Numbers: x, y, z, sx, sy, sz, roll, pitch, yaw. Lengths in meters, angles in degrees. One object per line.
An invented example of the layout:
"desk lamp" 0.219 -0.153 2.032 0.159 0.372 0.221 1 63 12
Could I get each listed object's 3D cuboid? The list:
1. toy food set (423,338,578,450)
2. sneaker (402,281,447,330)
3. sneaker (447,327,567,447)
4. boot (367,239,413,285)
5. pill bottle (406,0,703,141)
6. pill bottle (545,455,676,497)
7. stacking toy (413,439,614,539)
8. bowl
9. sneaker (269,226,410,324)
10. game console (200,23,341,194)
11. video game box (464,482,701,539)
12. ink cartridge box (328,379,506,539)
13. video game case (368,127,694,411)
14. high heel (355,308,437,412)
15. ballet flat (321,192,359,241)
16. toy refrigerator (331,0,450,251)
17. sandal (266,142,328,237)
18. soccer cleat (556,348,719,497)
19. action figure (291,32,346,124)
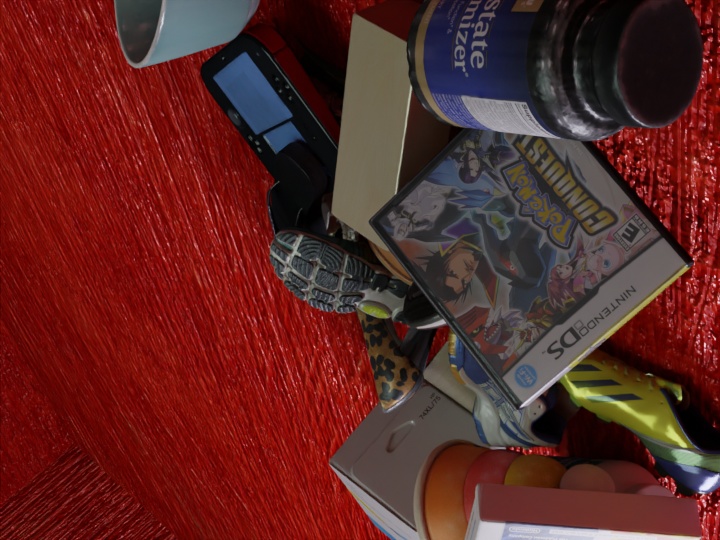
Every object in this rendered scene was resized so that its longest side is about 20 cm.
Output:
"toy food set" 0.152 0.107 1.274 0.143 0.061 0.200 35 156 4
"sneaker" 0.140 0.019 1.042 0.199 0.076 0.115 -31 126 29
"sneaker" 0.142 0.094 1.144 0.087 0.076 0.201 4 142 28
"boot" 0.090 -0.042 1.137 0.199 0.074 0.155 27 149 22
"pill bottle" 0.132 -0.149 0.848 0.199 0.112 0.112 15 139 52
"pill bottle" 0.238 0.248 1.249 0.111 0.111 0.200 54 155 -11
"stacking toy" 0.164 0.225 1.180 0.199 0.146 0.147 -19 111 42
"bowl" -0.152 -0.283 1.104 0.200 0.104 0.203 178 90 -66
"sneaker" 0.000 0.000 1.246 0.199 0.080 0.078 18 124 -16
"game console" -0.081 -0.149 1.204 0.178 0.031 0.200 58 160 -10
"video game box" 0.192 0.271 1.125 0.198 0.047 0.183 4 138 -1
"ink cartridge box" 0.084 0.247 1.427 0.146 0.147 0.200 34 164 33
"video game case" 0.129 -0.023 0.963 0.200 0.181 0.025 52 -160 15
"high heel" -0.009 0.069 1.334 0.199 0.144 0.071 13 164 35
"ballet flat" -0.036 -0.051 1.348 0.072 0.072 0.200 44 157 12
"toy refrigerator" 0.032 -0.126 1.055 0.076 0.070 0.201 34 134 32
"sandal" -0.072 -0.063 1.250 0.076 0.043 0.201 42 159 19
"soccer cleat" 0.257 0.115 1.102 0.200 0.064 0.084 42 132 24
"action figure" 0.002 -0.137 1.169 0.199 0.055 0.119 33 155 30
